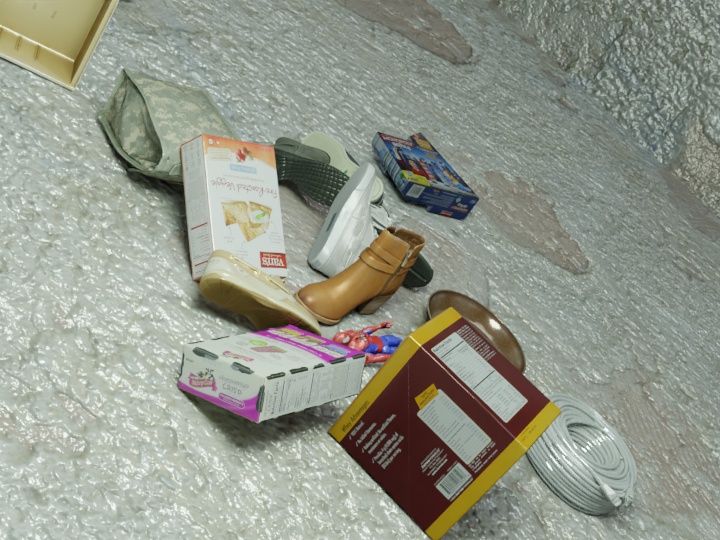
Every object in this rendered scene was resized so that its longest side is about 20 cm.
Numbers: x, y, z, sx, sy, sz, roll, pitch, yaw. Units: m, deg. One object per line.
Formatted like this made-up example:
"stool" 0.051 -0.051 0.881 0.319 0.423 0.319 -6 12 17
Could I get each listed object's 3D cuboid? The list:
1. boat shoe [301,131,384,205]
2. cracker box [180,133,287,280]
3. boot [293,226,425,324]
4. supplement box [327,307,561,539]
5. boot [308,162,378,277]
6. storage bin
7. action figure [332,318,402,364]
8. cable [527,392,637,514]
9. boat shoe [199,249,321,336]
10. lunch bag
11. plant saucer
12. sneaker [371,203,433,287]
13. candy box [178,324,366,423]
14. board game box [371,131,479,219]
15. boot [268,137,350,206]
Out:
"boat shoe" -0.034 -0.176 1.912 0.200 0.072 0.068 43 -9 23
"cracker box" -0.179 -0.084 1.499 0.134 0.058 0.201 4 75 -46
"boot" 0.000 0.000 1.572 0.200 0.155 0.074 -8 52 -53
"supplement box" 0.107 0.196 1.359 0.200 0.197 0.133 44 30 12
"boot" -0.003 -0.069 1.691 0.095 0.074 0.200 34 70 -20
"storage bin" -0.482 -0.414 1.590 0.200 0.199 0.094 24 27 -23
"action figure" 0.038 0.112 1.569 0.200 0.052 0.066 8 43 -39
"cable" 0.342 0.283 1.638 0.200 0.069 0.200 43 28 11
"boat shoe" -0.128 0.034 1.427 0.200 0.074 0.069 35 43 -35
"lunch bag" -0.276 -0.193 1.585 0.164 0.118 0.200 8 35 -44
"plant saucer" 0.184 0.115 1.739 0.200 0.037 0.201 29 29 -18
"sneaker" 0.054 -0.059 1.806 0.200 0.076 0.115 37 30 5
"candy box" -0.106 0.124 1.308 0.136 0.061 0.200 18 14 35
"board game box" 0.110 -0.204 2.103 0.200 0.062 0.200 11 37 -40
"boot" -0.077 -0.180 1.805 0.200 0.068 0.131 24 26 13
